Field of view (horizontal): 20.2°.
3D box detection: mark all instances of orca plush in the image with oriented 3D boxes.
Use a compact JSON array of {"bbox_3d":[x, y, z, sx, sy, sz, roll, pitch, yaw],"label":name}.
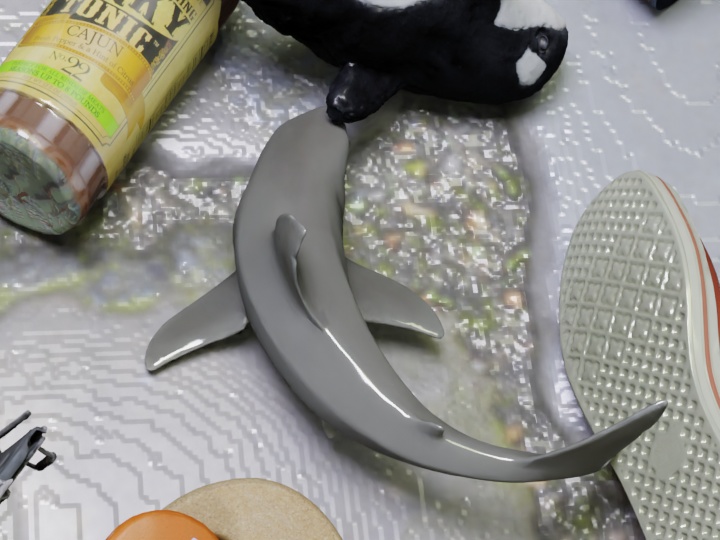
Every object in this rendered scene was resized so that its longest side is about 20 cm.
[{"bbox_3d":[0.001,-0.097,0.806,0.105,0.199,0.072,-3,71,40],"label":"orca plush"}]

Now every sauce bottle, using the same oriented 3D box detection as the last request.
[{"bbox_3d":[-0.090,-0.107,0.827,0.064,0.065,0.201,26,59,6],"label":"sauce bottle"}]

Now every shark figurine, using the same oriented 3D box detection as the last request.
[{"bbox_3d":[0.001,0.018,0.744,0.128,0.090,0.215,-32,58,-20],"label":"shark figurine"}]

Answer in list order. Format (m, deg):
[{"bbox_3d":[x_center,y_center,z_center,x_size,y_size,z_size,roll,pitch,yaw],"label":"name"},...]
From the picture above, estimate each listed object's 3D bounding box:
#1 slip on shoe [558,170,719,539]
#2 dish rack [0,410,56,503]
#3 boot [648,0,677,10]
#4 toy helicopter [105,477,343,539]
[{"bbox_3d":[0.129,0.050,0.779,0.061,0.074,0.201,16,45,-41],"label":"slip on shoe"},{"bbox_3d":[-0.171,0.108,0.619,0.054,0.200,0.154,39,60,-10],"label":"dish rack"},{"bbox_3d":[0.167,-0.212,0.924,0.097,0.075,0.200,43,65,12],"label":"boot"},{"bbox_3d":[-0.018,0.167,0.689,0.131,0.079,0.201,-11,73,-25],"label":"toy helicopter"}]
